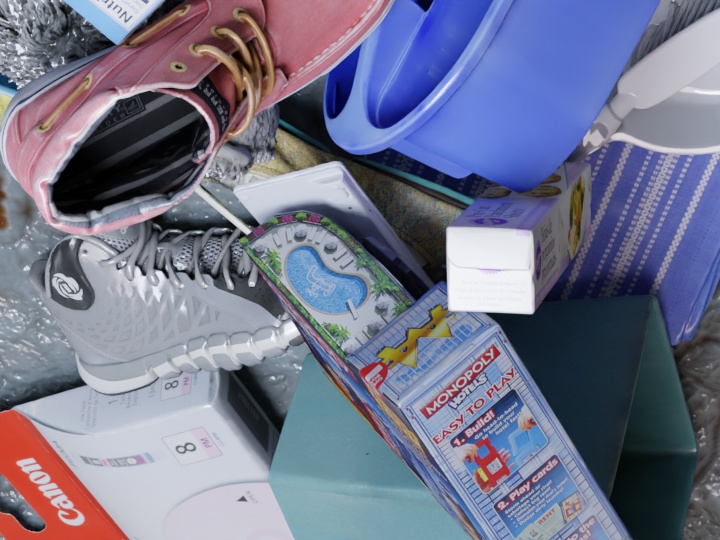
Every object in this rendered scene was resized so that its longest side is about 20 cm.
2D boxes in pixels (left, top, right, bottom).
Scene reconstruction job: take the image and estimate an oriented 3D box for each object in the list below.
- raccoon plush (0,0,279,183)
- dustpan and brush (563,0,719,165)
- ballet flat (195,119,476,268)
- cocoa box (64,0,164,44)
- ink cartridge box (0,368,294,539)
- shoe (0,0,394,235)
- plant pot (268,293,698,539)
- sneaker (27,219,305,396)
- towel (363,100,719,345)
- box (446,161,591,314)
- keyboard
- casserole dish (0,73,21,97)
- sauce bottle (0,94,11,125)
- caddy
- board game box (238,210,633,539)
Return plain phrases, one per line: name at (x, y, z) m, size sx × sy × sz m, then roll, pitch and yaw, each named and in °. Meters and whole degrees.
raccoon plush at (-0.126, -0.086, 1.366) m, size 0.200 × 0.097 × 0.134 m, roll -20°, pitch 101°, yaw 36°
dustpan and brush at (0.141, -0.093, 1.422) m, size 0.140 × 0.057 × 0.200 m, roll 42°, pitch 125°, yaw -17°
ballet flat at (-0.019, -0.034, 1.467) m, size 0.200 × 0.071 × 0.071 m, roll 25°, pitch 131°, yaw 10°
cocoa box at (-0.091, -0.223, 1.258) m, size 0.133 × 0.200 × 0.131 m, roll 39°, pitch 126°, yaw -14°
ink cartridge box at (-0.134, 0.132, 1.649) m, size 0.200 × 0.057 × 0.163 m, roll -19°, pitch 134°, yaw 17°
shoe at (-0.061, -0.083, 1.246) m, size 0.200 × 0.091 × 0.072 m, roll -30°, pitch 116°, yaw -4°
plant pot at (0.063, 0.107, 1.545) m, size 0.200 × 0.141 × 0.141 m, roll 1°, pitch 140°, yaw 19°
sneaker at (-0.097, -0.005, 1.523) m, size 0.200 × 0.075 × 0.116 m, roll -20°, pitch 120°, yaw 31°
towel at (0.101, -0.041, 1.500) m, size 0.200 × 0.024 × 0.145 m, roll 17°, pitch 129°, yaw -5°
box at (0.076, -0.018, 1.339) m, size 0.041 × 0.200 × 0.039 m, roll 1°, pitch 101°, yaw 13°
keyboard at (0.000, 0.000, 1.441) m, size 0.056 × 0.011 × 0.200 m, roll -8°, pitch 150°, yaw 20°
casserole dish at (-0.120, -0.131, 1.408) m, size 0.200 × 0.039 × 0.121 m, roll 18°, pitch 89°, yaw 7°
sauce bottle at (-0.205, -0.102, 1.470) m, size 0.200 × 0.066 × 0.066 m, roll 0°, pitch 129°, yaw 7°
caddy at (0.058, -0.132, 1.328) m, size 0.105 × 0.141 × 0.200 m, roll 31°, pitch 84°, yaw -24°
board game box at (0.034, 0.052, 1.364) m, size 0.062 × 0.200 × 0.200 m, roll -39°, pitch 150°, yaw -6°
